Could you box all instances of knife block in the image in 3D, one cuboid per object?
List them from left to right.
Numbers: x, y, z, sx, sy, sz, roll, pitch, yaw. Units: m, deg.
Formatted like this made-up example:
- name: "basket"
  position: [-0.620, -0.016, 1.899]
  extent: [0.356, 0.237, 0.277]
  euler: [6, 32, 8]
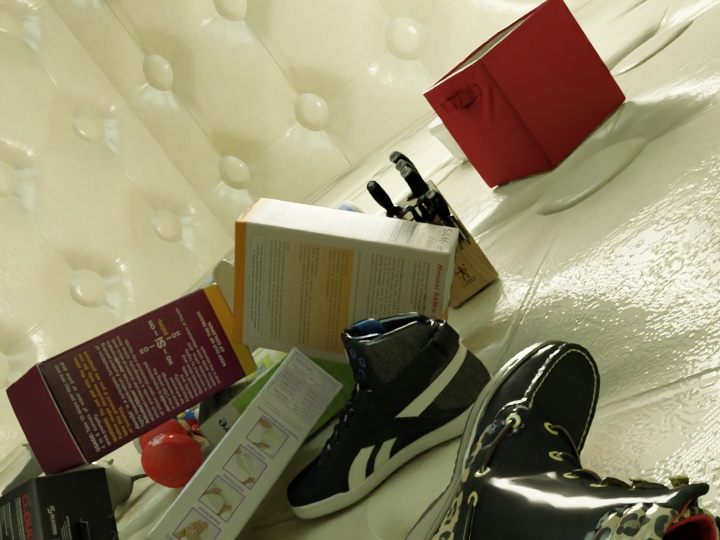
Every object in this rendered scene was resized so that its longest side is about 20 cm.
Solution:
- name: "knife block"
  position: [0.072, -0.054, 0.925]
  extent: [0.064, 0.176, 0.200]
  euler: [-35, 10, 7]

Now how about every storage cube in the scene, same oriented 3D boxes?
- name: "storage cube"
  position: [0.230, -0.248, 1.213]
  extent: [0.200, 0.180, 0.171]
  euler: [-42, 12, -20]

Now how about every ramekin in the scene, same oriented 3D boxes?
- name: "ramekin"
  position: [0.234, -0.294, 1.627]
  extent: [0.202, 0.095, 0.202]
  euler: [-37, 10, 7]

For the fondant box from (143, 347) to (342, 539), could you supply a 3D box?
- name: "fondant box"
  position: [-0.109, 0.177, 0.725]
  extent: [0.200, 0.058, 0.144]
  euler: [-53, 0, -35]

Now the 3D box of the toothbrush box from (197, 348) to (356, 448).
- name: "toothbrush box"
  position: [-0.074, 0.120, 0.921]
  extent: [0.200, 0.086, 0.146]
  euler: [-40, 10, -4]

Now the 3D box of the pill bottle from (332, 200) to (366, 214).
- name: "pill bottle"
  position: [-0.065, -0.010, 1.361]
  extent: [0.200, 0.114, 0.114]
  euler: [-40, 11, -14]

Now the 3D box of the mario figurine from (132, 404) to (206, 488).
- name: "mario figurine"
  position: [-0.232, 0.193, 1.068]
  extent: [0.200, 0.105, 0.125]
  euler: [-74, 2, -85]

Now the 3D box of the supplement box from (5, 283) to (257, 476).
- name: "supplement box"
  position: [-0.225, 0.108, 0.841]
  extent: [0.199, 0.104, 0.131]
  euler: [-27, 0, -39]

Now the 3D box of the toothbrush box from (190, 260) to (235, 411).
- name: "toothbrush box"
  position: [-0.236, 0.103, 1.367]
  extent: [0.200, 0.147, 0.085]
  euler: [-46, 14, -34]

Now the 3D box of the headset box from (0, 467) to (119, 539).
- name: "headset box"
  position: [-0.291, 0.276, 0.776]
  extent: [0.199, 0.150, 0.075]
  euler: [-29, -21, 37]

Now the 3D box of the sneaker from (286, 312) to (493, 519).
- name: "sneaker"
  position: [0.000, 0.104, 0.669]
  extent: [0.199, 0.112, 0.073]
  euler: [-35, 10, 15]

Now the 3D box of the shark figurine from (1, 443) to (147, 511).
- name: "shark figurine"
  position: [-0.341, 0.284, 1.084]
  extent: [0.127, 0.215, 0.090]
  euler: [-4, 64, 18]

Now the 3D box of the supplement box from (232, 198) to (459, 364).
- name: "supplement box"
  position: [-0.015, 0.015, 0.792]
  extent: [0.198, 0.127, 0.074]
  euler: [10, 24, 9]

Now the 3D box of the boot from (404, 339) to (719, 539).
- name: "boot"
  position: [0.110, 0.108, 0.408]
  extent: [0.153, 0.074, 0.204]
  euler: [-19, 25, 52]

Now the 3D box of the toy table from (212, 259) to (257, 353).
- name: "toy table"
  position: [-0.136, 0.085, 1.096]
  extent: [0.118, 0.183, 0.200]
  euler: [-57, 24, -12]
